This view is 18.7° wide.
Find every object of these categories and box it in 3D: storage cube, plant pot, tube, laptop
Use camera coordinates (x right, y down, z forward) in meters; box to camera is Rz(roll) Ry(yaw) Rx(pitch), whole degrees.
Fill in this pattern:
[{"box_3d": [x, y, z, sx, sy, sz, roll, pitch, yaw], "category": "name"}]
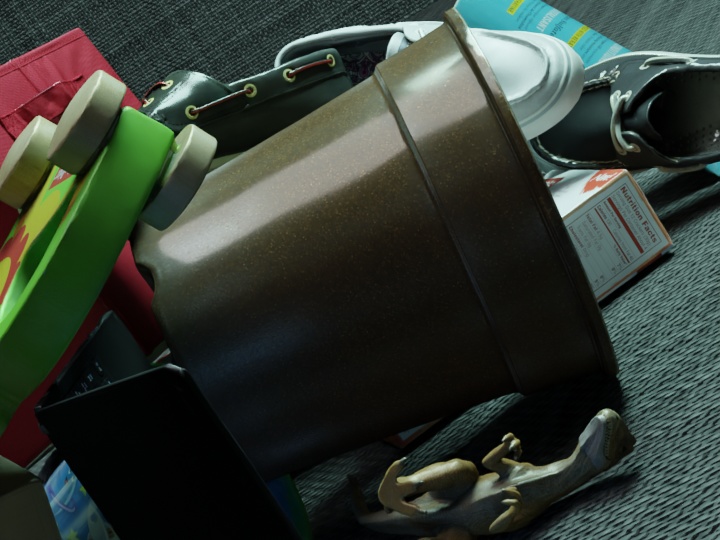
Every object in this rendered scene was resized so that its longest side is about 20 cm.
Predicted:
[{"box_3d": [-0.194, -0.002, 1.260, 0.200, 0.180, 0.171, -39, 1, 28], "category": "storage cube"}, {"box_3d": [0.000, 0.000, 1.101, 0.197, 0.201, 0.200, -24, 11, 1], "category": "plant pot"}, {"box_3d": [0.150, -0.122, 1.376, 0.077, 0.199, 0.051, -48, -17, -45], "category": "tube"}, {"box_3d": [-0.049, 0.100, 0.950, 0.103, 0.178, 0.200, -30, 11, 16], "category": "laptop"}]

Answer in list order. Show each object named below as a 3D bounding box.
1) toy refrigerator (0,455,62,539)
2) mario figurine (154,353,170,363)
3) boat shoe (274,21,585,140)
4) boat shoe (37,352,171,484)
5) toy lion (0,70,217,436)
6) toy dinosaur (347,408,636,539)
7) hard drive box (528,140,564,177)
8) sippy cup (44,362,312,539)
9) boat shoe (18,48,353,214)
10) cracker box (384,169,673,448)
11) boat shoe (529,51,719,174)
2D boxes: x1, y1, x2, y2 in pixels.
[{"box_3d": [-0.221, 0.130, 1.106, 0.076, 0.070, 0.200, -25, 18, -26], "category": "toy refrigerator"}, {"box_3d": [-0.105, 0.117, 1.399, 0.105, 0.125, 0.200, 6, -12, -18], "category": "mario figurine"}, {"box_3d": [0.036, -0.119, 1.308, 0.199, 0.068, 0.073, 9, 78, 37], "category": "boat shoe"}, {"box_3d": [-0.135, 0.103, 1.284, 0.201, 0.071, 0.091, -56, 33, 8], "category": "boat shoe"}, {"box_3d": [-0.156, 0.018, 1.007, 0.193, 0.068, 0.200, -64, 15, -15], "category": "toy lion"}, {"box_3d": [0.039, 0.113, 1.010, 0.199, 0.061, 0.106, -18, -6, 40], "category": "toy dinosaur"}, {"box_3d": [0.035, -0.044, 1.427, 0.199, 0.077, 0.156, -30, -24, 22], "category": "hard drive box"}, {"box_3d": [-0.116, 0.140, 1.140, 0.130, 0.140, 0.178, -41, -6, 18], "category": "sippy cup"}, {"box_3d": [-0.093, -0.071, 1.164, 0.200, 0.064, 0.074, -15, -8, -23], "category": "boat shoe"}, {"box_3d": [0.071, 0.017, 1.284, 0.199, 0.058, 0.134, -35, 9, -10], "category": "cracker box"}, {"box_3d": [0.183, -0.091, 1.287, 0.199, 0.075, 0.060, -1, 10, 30], "category": "boat shoe"}]
